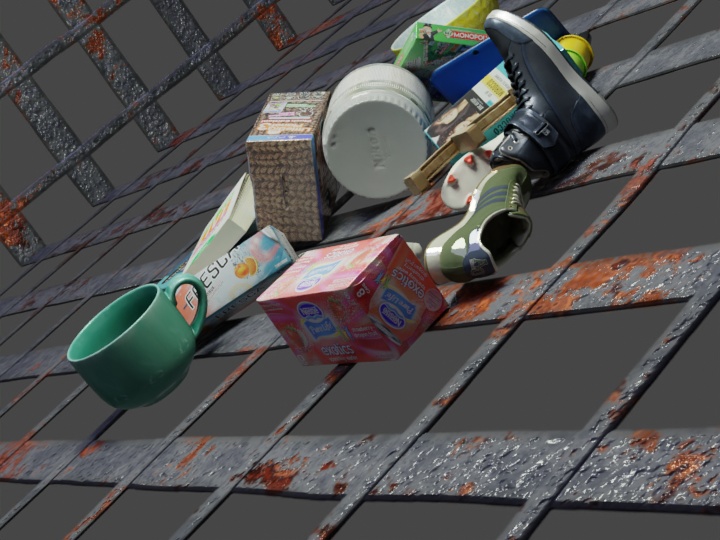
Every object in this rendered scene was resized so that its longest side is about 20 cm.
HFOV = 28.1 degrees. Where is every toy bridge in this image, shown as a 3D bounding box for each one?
[{"bbox_3d":[0.130,-0.161,1.748,0.200,0.027,0.067,-41,7,-14],"label":"toy bridge"}]

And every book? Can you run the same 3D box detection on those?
[{"bbox_3d":[-0.204,-0.052,2.123,0.134,0.048,0.200,-48,11,19],"label":"book"}]

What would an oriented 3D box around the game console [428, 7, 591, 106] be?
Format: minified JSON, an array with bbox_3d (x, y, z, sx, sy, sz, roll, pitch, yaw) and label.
[{"bbox_3d":[0.216,-0.306,2.055,0.199,0.119,0.171,-28,18,23],"label":"game console"}]

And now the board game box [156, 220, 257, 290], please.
[{"bbox_3d":[-0.218,-0.007,2.214,0.199,0.047,0.151,-15,25,51],"label":"board game box"}]

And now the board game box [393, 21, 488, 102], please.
[{"bbox_3d":[0.122,-0.304,2.131,0.200,0.134,0.029,127,147,-69],"label":"board game box"}]

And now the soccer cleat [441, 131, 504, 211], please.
[{"bbox_3d":[0.184,-0.141,1.766,0.200,0.069,0.078,-42,-13,1],"label":"soccer cleat"}]

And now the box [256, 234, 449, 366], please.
[{"bbox_3d":[-0.012,0.035,1.577,0.095,0.103,0.200,-44,19,-28],"label":"box"}]

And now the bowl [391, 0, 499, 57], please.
[{"bbox_3d":[0.161,-0.381,2.397,0.199,0.108,0.200,-32,16,10],"label":"bowl"}]

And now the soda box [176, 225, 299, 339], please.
[{"bbox_3d":[-0.182,0.021,1.992,0.199,0.064,0.068,-34,-15,7],"label":"soda box"}]

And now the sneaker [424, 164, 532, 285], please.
[{"bbox_3d":[0.156,-0.051,1.563,0.089,0.067,0.200,-4,32,43],"label":"sneaker"}]

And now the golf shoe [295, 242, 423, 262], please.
[{"bbox_3d":[0.000,0.000,1.745,0.097,0.079,0.199,-25,14,-32],"label":"golf shoe"}]

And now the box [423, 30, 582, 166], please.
[{"bbox_3d":[0.179,-0.213,1.823,0.200,0.049,0.082,-41,32,5],"label":"box"}]

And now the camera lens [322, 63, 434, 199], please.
[{"bbox_3d":[0.027,-0.201,2.061,0.159,0.160,0.200,-31,17,14],"label":"camera lens"}]

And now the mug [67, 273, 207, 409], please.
[{"bbox_3d":[-0.281,0.103,1.896,0.184,0.115,0.152,-27,22,22],"label":"mug"}]

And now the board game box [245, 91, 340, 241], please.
[{"bbox_3d":[-0.096,-0.156,2.131,0.096,0.160,0.200,-1,27,9],"label":"board game box"}]

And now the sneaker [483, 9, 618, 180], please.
[{"bbox_3d":[0.183,-0.199,1.689,0.146,0.202,0.077,-41,-9,-9],"label":"sneaker"}]

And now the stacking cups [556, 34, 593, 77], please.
[{"bbox_3d":[0.264,-0.239,1.897,0.060,0.061,0.200,-25,25,33],"label":"stacking cups"}]
